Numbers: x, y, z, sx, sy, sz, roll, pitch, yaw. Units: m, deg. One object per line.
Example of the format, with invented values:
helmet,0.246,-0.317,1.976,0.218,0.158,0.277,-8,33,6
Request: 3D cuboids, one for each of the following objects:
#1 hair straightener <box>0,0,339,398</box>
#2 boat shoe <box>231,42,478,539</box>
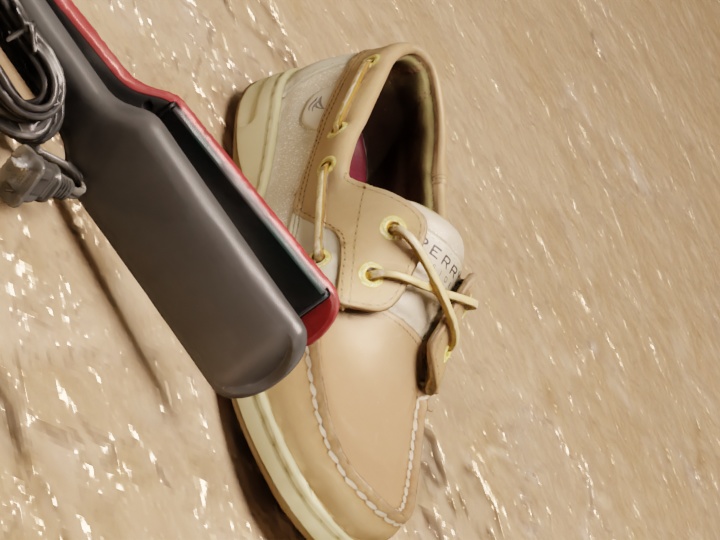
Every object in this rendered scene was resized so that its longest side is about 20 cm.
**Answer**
hair straightener,-0.079,-0.049,0.787,0.200,0.041,0.077,57,21,-9
boat shoe,0.000,0.000,0.886,0.074,0.066,0.200,45,28,-40
